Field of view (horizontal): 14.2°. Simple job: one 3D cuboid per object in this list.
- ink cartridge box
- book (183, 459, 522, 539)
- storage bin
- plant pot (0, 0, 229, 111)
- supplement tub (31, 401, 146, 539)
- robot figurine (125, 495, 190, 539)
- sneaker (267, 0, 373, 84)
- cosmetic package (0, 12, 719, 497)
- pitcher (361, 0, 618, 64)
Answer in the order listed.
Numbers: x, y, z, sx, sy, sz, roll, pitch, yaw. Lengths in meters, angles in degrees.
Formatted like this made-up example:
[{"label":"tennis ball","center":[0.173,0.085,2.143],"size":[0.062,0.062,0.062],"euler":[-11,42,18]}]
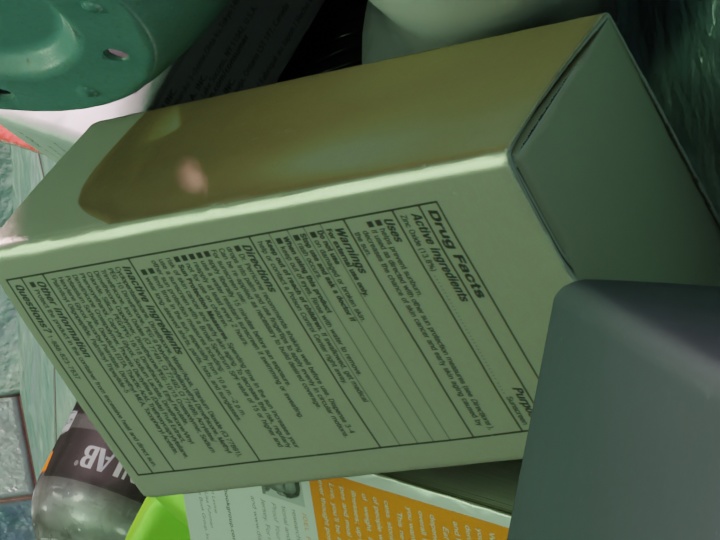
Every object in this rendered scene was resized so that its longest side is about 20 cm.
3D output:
[{"label":"ink cartridge box","center":[-0.062,-0.127,1.004],"size":[0.173,0.044,0.200],"euler":[20,77,53]},{"label":"book","center":[0.028,0.117,0.912],"size":[0.200,0.048,0.134],"euler":[13,118,39]},{"label":"storage bin","center":[0.087,0.080,0.674],"size":[0.200,0.145,0.135],"euler":[-146,61,-75]},{"label":"plant pot","center":[-0.106,-0.145,0.874],"size":[0.201,0.200,0.161],"euler":[115,166,-69]},{"label":"supplement tub","center":[-0.053,0.066,1.168],"size":[0.200,0.122,0.123],"euler":[-65,3,-17]},{"label":"robot figurine","center":[-0.008,0.033,1.038],"size":[0.200,0.115,0.175],"euler":[-61,-6,15]},{"label":"sneaker","center":[0.012,-0.090,0.995],"size":[0.074,0.088,0.201],"euler":[-16,49,40]},{"label":"cosmetic package","center":[0.000,0.000,0.841],"size":[0.105,0.200,0.071],"euler":[60,-137,-26]},{"label":"pitcher","center":[0.038,-0.141,0.853],"size":[0.200,0.121,0.172],"euler":[81,-169,-64]}]
